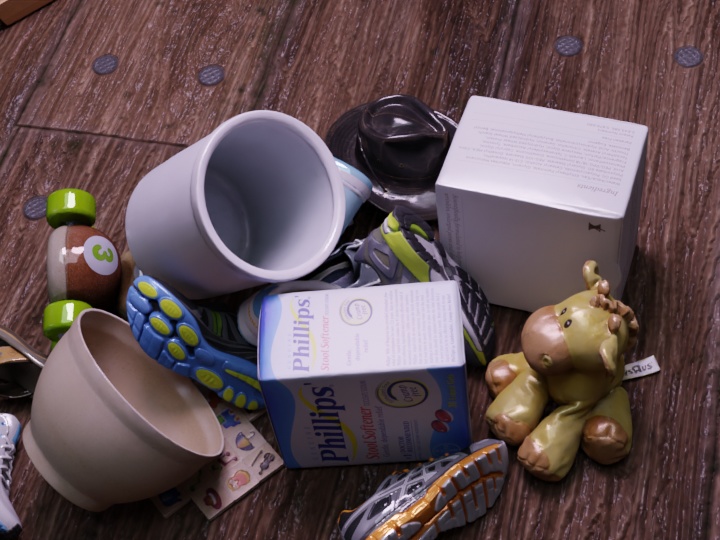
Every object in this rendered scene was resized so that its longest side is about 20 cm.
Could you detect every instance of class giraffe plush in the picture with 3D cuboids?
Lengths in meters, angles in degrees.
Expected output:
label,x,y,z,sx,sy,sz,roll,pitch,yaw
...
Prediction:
label,x,y,z,sx,sy,sz,roll,pitch,yaw
giraffe plush,0.220,0.091,1.303,0.199,0.163,0.173,-31,56,-14

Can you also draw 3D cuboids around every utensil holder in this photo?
label,x,y,z,sx,sy,sz,roll,pitch,yaw
utensil holder,-0.138,-0.060,1.349,0.200,0.170,0.170,-15,35,56

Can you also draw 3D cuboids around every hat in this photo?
label,x,y,z,sx,sy,sz,roll,pitch,yaw
hat,0.056,-0.158,1.536,0.199,0.081,0.201,4,51,-5

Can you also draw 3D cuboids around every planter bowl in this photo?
label,x,y,z,sx,sy,sz,roll,pitch,yaw
planter bowl,-0.255,0.157,1.310,0.135,0.200,0.200,-44,57,8

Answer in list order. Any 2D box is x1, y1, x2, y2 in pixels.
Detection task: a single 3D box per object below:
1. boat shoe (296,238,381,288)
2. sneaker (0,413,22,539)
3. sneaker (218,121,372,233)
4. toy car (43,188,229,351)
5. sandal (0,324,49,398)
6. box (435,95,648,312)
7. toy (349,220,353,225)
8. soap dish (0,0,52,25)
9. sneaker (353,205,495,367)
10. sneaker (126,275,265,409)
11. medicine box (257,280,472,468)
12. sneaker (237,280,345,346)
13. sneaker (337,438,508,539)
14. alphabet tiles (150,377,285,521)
label,x,y,z,sx,sy,sz,roll,pitch,yaw
boat shoe,0.000,0.000,1.462,0.199,0.062,0.073,-29,56,-13
sneaker,-0.393,0.195,1.369,0.086,0.075,0.200,-28,55,-20
sneaker,-0.099,-0.085,1.482,0.199,0.080,0.131,24,81,16
toy car,-0.248,0.010,1.446,0.199,0.158,0.165,-1,65,-8
sandal,-0.386,0.113,1.418,0.199,0.081,0.054,25,44,19
box,0.196,-0.061,1.395,0.199,0.199,0.131,12,56,16
toy,-0.116,-0.084,1.548,0.199,0.047,0.116,-13,52,-2
soap dish,-0.499,-0.446,1.843,0.157,0.081,0.200,-35,57,-17
sneaker,0.073,0.026,1.389,0.081,0.200,0.074,-31,12,30
sneaker,-0.168,0.073,1.374,0.071,0.199,0.083,-44,24,21
medicine box,0.008,0.109,1.306,0.199,0.183,0.103,-5,53,4
sneaker,-0.026,0.053,1.380,0.199,0.081,0.077,2,71,-27
sneaker,0.063,0.223,1.287,0.199,0.079,0.077,-30,37,-21
alphabet tiles,-0.178,0.171,1.396,0.167,0.008,0.200,-35,58,-18
